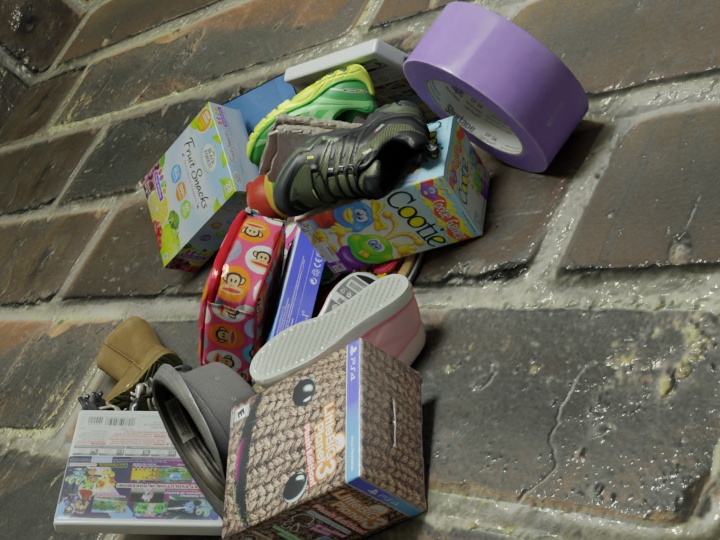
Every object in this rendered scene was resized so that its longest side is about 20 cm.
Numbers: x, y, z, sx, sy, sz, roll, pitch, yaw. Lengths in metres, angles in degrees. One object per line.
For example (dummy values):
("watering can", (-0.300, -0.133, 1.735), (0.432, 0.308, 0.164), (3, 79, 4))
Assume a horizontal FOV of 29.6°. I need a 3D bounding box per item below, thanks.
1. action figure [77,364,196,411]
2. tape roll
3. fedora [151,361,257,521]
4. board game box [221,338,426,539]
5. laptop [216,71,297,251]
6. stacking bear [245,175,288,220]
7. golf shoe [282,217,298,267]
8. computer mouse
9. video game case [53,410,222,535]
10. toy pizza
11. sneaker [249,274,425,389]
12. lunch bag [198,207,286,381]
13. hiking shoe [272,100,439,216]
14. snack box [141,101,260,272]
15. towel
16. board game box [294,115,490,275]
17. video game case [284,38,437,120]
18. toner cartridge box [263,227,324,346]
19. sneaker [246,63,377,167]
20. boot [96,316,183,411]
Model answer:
("action figure", (-0.259, 0.181, 1.764), (0.198, 0.103, 0.119), (-13, -6, -9))
("tape roll", (0.151, -0.203, 1.524), (0.085, 0.200, 0.200), (-53, 28, -6))
("fedora", (-0.156, 0.181, 1.542), (0.090, 0.178, 0.200), (-26, 49, -21))
("board game box", (-0.038, 0.192, 1.401), (0.199, 0.097, 0.160), (-30, 44, 33))
("laptop", (-0.160, -0.158, 2.016), (0.187, 0.116, 0.201), (-18, 41, 46))
("stacking bear", (-0.082, -0.117, 1.847), (0.199, 0.122, 0.114), (-23, 22, 50))
("golf shoe", (-0.093, -0.017, 1.814), (0.199, 0.072, 0.093), (-22, 69, 36))
("computer mouse", (-0.034, 0.092, 1.568), (0.200, 0.109, 0.044), (-51, -13, -18))
("video game case", (-0.253, 0.240, 1.631), (0.198, 0.023, 0.183), (1, 39, 0))
("toy pizza", (0.000, 0.000, 1.677), (0.200, 0.032, 0.201), (-36, 31, 26))
("sneaker", (-0.016, 0.095, 1.487), (0.199, 0.105, 0.075), (-30, 35, -6))
("lunch bag", (-0.142, 0.027, 1.706), (0.177, 0.081, 0.201), (-71, -5, -45))
("hiking shoe", (-0.010, -0.114, 1.521), (0.199, 0.076, 0.101), (-31, 33, 8))
("snack box", (-0.237, -0.123, 2.041), (0.200, 0.067, 0.170), (-42, 54, 34))
("towel", (-0.022, -0.139, 1.674), (0.133, 0.198, 0.035), (114, 158, -63))
("board game box", (0.039, -0.085, 1.602), (0.199, 0.103, 0.105), (-15, 41, 28))
("video game case", (0.027, -0.239, 1.771), (0.199, 0.181, 0.023), (-7, 67, 52))
("toner cartridge box", (-0.083, 0.050, 1.657), (0.095, 0.043, 0.201), (121, 164, -61))
("sneaker", (-0.063, -0.179, 1.703), (0.199, 0.084, 0.074), (-32, -4, 28))
("boot", (-0.344, 0.159, 1.962), (0.175, 0.066, 0.200), (-43, 27, -12))
